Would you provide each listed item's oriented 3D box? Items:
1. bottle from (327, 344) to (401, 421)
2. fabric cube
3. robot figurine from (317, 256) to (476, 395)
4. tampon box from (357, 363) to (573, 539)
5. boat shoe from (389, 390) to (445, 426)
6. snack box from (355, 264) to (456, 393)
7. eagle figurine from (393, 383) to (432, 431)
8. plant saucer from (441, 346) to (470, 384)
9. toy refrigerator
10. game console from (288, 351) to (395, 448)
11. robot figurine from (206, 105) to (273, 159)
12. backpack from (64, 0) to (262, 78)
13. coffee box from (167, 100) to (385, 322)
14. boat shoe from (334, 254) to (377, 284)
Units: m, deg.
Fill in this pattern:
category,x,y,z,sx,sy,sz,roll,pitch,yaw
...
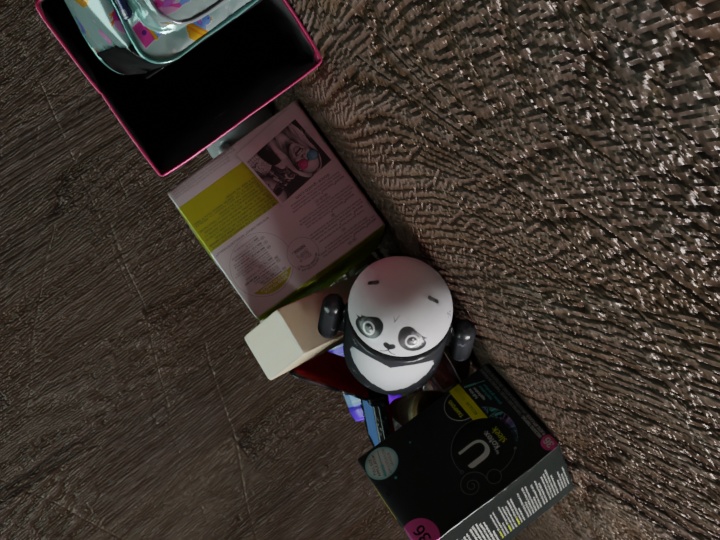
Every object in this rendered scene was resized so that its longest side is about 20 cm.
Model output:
category,x,y,z,sx,sy,sz,roll,pitch,yaw
bottle,-0.006,0.119,1.530,0.065,0.083,0.201,-16,-95,-51
fabric cube,-0.187,-0.241,1.030,0.201,0.196,0.199,56,176,-21
robot figurine,0.041,0.069,1.192,0.125,0.149,0.200,58,162,24
tampon box,0.127,0.245,1.236,0.150,0.199,0.127,48,172,40
boat shoe,0.122,0.201,1.373,0.064,0.072,0.199,-7,153,46
snack box,0.060,0.084,1.393,0.201,0.024,0.072,53,172,13
eagle figurine,0.113,0.207,1.518,0.200,0.152,0.151,48,-167,13
plant saucer,0.086,0.067,1.369,0.201,0.034,0.200,53,173,9
toy refrigerator,-0.047,0.061,1.297,0.199,0.076,0.070,-24,-101,-50
game console,-0.030,0.181,1.378,0.200,0.118,0.174,-132,31,-77
robot figurine,-0.186,-0.219,1.534,0.200,0.112,0.171,64,-153,-56
backpack,-0.145,-0.260,0.716,0.201,0.176,0.153,57,157,-15
coffee box,-0.105,-0.062,1.348,0.198,0.199,0.200,53,175,5
boat shoe,0.000,0.000,1.496,0.072,0.076,0.202,116,142,-68
